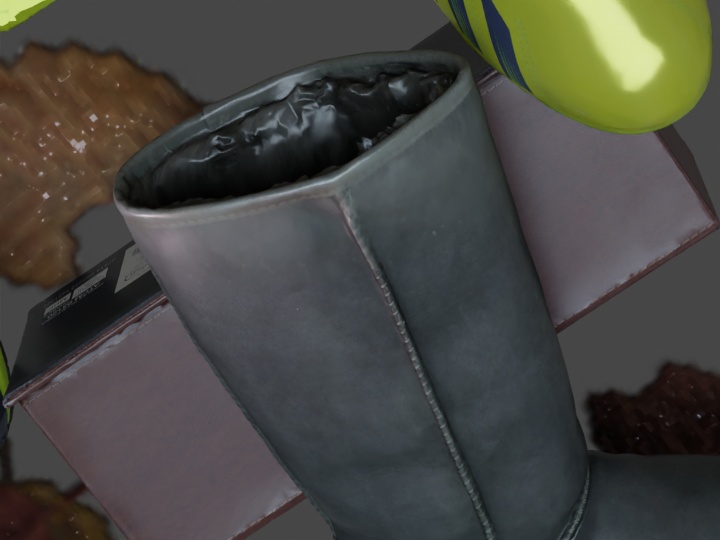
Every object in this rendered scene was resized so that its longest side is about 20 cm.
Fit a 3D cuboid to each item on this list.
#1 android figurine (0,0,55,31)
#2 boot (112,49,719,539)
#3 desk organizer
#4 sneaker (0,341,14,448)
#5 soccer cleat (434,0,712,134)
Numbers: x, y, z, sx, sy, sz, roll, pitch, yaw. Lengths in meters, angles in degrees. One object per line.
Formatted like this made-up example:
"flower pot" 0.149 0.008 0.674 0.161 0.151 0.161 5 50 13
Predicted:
"android figurine" -0.154 -0.127 0.741 0.199 0.041 0.183 -1 108 3
"boot" 0.048 0.026 0.708 0.181 0.073 0.201 -19 117 -1
"desk organizer" 0.000 0.000 0.764 0.199 0.072 0.077 -34 107 11
"sneaker" -0.193 0.011 0.749 0.199 0.081 0.074 30 135 -15
"soccer cleat" 0.025 -0.123 0.671 0.064 0.084 0.201 -29 82 4
